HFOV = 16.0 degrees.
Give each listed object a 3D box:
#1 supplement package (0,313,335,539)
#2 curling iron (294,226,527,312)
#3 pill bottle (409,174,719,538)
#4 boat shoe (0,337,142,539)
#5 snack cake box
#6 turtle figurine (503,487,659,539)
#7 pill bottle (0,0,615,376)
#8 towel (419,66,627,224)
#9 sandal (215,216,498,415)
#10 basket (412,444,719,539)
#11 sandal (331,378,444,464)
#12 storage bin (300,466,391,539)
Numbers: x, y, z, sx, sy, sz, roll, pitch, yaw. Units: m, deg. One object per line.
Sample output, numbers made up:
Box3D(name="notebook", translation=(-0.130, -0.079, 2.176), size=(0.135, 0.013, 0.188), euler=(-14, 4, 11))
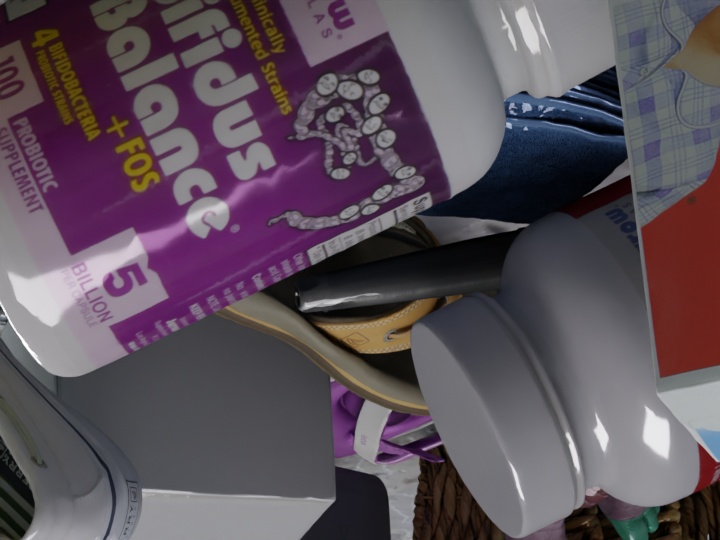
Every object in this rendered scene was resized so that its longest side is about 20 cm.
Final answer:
Box3D(name="supplement package", translation=(-0.095, 0.075, 1.090), size=(0.117, 0.117, 0.200), euler=(5, 155, -17))
Box3D(name="curling iron", translation=(0.070, -0.006, 0.975), size=(0.199, 0.026, 0.050), euler=(-14, -175, -19))
Box3D(name="pill bottle", translation=(0.123, 0.014, 0.913), size=(0.199, 0.113, 0.112), euler=(-26, 159, -13))
Box3D(name="boat shoe", translation=(-0.168, 0.042, 0.961), size=(0.200, 0.074, 0.067), euler=(29, -174, 26))
Box3D(name="snack cake box", translation=(0.135, -0.058, 0.727), size=(0.115, 0.201, 0.067), euler=(-12, 155, 19))
Box3D(name="turtle figurine", translation=(0.152, 0.068, 1.128), size=(0.149, 0.101, 0.200), euler=(6, 150, -33))
Box3D(name="pill bottle", translation=(-0.027, -0.057, 0.771), size=(0.199, 0.113, 0.112), euler=(-26, 154, -1))
Box3D(name="towel", translation=(-0.004, -0.056, 0.897), size=(0.199, 0.049, 0.112), euler=(6, 155, -22))
Box3D(name="sandal", translation=(0.000, 0.000, 0.997), size=(0.054, 0.081, 0.200), euler=(-31, 140, 31))
Box3D(name="basket", translation=(0.114, 0.169, 1.228), size=(0.148, 0.201, 0.143), euler=(-12, 153, 23))
Box3D(name="sandal", translation=(0.028, 0.060, 1.154), size=(0.082, 0.050, 0.202), euler=(16, 150, -35))
Box3D(name="storage bin", translation=(-0.060, 0.181, 1.227), size=(0.145, 0.201, 0.134), euler=(17, 148, -38))
